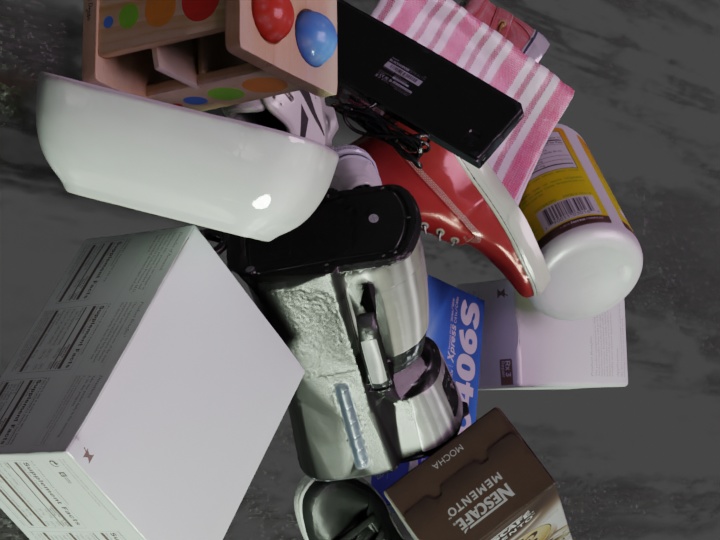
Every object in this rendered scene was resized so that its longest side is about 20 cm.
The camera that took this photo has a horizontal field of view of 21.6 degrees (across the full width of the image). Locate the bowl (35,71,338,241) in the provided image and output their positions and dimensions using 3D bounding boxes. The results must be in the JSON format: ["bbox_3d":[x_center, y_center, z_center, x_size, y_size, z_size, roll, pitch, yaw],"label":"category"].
[{"bbox_3d":[-0.119,-0.071,1.271,0.200,0.199,0.075,20,84,-87],"label":"bowl"}]

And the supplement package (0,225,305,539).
[{"bbox_3d":[-0.152,0.097,1.296,0.156,0.111,0.200,55,46,-33],"label":"supplement package"}]

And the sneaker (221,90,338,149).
[{"bbox_3d":[-0.076,-0.162,1.465,0.088,0.074,0.201,-38,115,-51],"label":"sneaker"}]

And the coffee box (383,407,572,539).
[{"bbox_3d":[0.098,0.198,1.512,0.080,0.113,0.200,52,-4,23],"label":"coffee box"}]

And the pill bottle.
[{"bbox_3d":[0.172,-0.057,1.700,0.109,0.109,0.200,42,19,-42],"label":"pill bottle"}]

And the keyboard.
[{"bbox_3d":[0.026,-0.141,1.536,0.104,0.200,0.040,-46,158,-30],"label":"keyboard"}]

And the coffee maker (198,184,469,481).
[{"bbox_3d":[-0.027,0.048,1.448,0.135,0.191,0.201,-56,142,-46],"label":"coffee maker"}]

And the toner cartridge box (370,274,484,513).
[{"bbox_3d":[0.059,0.112,1.635,0.095,0.043,0.201,22,68,-49],"label":"toner cartridge box"}]

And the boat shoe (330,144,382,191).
[{"bbox_3d":[0.000,0.000,1.514,0.067,0.073,0.201,-112,-174,-58],"label":"boat shoe"}]

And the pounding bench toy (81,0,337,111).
[{"bbox_3d":[-0.100,-0.227,1.362,0.124,0.155,0.201,20,66,-56],"label":"pounding bench toy"}]

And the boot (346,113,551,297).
[{"bbox_3d":[0.056,-0.035,1.572,0.144,0.072,0.200,-36,96,-4],"label":"boot"}]

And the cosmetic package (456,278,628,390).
[{"bbox_3d":[0.173,0.062,1.773,0.200,0.074,0.102,6,80,-51],"label":"cosmetic package"}]

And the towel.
[{"bbox_3d":[0.082,-0.155,1.629,0.200,0.030,0.147,35,68,-17],"label":"towel"}]

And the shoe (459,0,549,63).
[{"bbox_3d":[0.082,-0.156,1.690,0.091,0.071,0.200,36,72,-6],"label":"shoe"}]

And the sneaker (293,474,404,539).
[{"bbox_3d":[0.029,0.244,1.504,0.073,0.112,0.200,-40,122,-15],"label":"sneaker"}]
